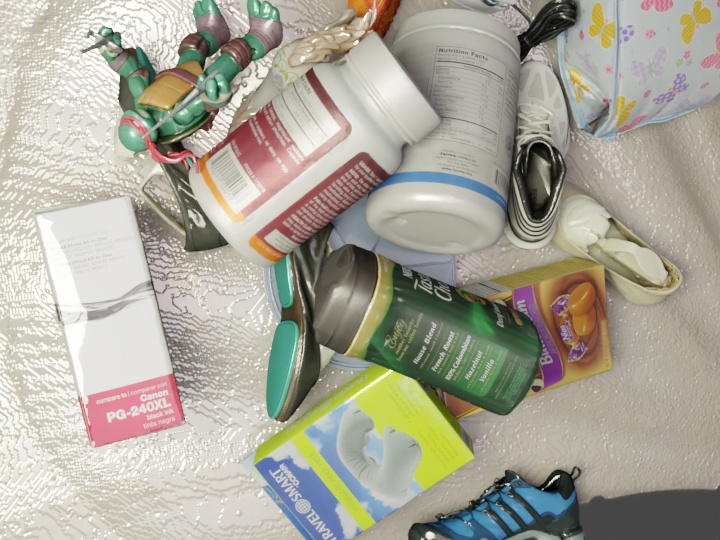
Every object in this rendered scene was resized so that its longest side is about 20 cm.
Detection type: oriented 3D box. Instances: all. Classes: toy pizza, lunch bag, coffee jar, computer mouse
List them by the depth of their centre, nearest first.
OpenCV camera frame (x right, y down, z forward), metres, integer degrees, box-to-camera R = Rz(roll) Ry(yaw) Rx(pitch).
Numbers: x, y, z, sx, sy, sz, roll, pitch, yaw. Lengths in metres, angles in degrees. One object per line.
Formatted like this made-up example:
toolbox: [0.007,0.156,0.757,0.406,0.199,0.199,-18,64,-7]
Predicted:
coffee jar: [0.054,0.050,0.839,0.199,0.104,0.086,21,108,-11]
computer mouse: [0.115,-0.274,0.921,0.200,0.110,0.044,33,58,-27]
toy pizza: [0.000,0.000,0.954,0.199,0.032,0.201,0,91,-13]
lunch bag: [0.294,-0.248,0.980,0.169,0.127,0.201,-19,120,-14]

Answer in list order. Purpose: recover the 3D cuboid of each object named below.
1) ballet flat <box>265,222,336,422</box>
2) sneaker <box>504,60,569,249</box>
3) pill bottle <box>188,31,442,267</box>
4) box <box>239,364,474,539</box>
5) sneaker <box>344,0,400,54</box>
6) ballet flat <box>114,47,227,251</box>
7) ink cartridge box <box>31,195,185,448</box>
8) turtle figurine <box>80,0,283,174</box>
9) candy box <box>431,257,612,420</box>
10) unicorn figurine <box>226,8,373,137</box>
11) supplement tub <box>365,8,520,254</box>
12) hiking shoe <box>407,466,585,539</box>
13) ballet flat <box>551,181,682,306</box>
ballet flat: [-0.049,0.043,0.895,0.068,0.068,0.201,2,90,-23]
sneaker: [0.181,-0.130,0.940,0.075,0.115,0.201,3,76,0]
pill bottle: [-0.037,-0.104,0.812,0.200,0.114,0.114,-36,100,10]
box: [-0.007,0.180,0.910,0.200,0.048,0.122,-36,100,10]
sneaker: [0.008,-0.303,0.945,0.077,0.073,0.201,12,82,6]
ballet flat: [-0.185,-0.105,0.882,0.068,0.068,0.200,-29,97,1]
ink cartridge box: [-0.220,0.039,0.838,0.083,0.145,0.201,-13,94,-14]
turtle figurine: [-0.156,-0.162,0.804,0.149,0.101,0.200,23,50,17]
candy box: [0.156,0.067,0.963,0.199,0.056,0.117,-14,106,-19]
unicorn figurine: [-0.064,-0.170,0.894,0.074,0.200,0.137,44,61,11]
supplement tub: [0.080,-0.128,0.901,0.132,0.132,0.201,13,70,-14]
hiking shoe: [0.137,0.250,0.978,0.199,0.074,0.087,1,83,-24]
ballet flat: [0.259,-0.034,1.004,0.200,0.069,0.070,35,82,-12]
